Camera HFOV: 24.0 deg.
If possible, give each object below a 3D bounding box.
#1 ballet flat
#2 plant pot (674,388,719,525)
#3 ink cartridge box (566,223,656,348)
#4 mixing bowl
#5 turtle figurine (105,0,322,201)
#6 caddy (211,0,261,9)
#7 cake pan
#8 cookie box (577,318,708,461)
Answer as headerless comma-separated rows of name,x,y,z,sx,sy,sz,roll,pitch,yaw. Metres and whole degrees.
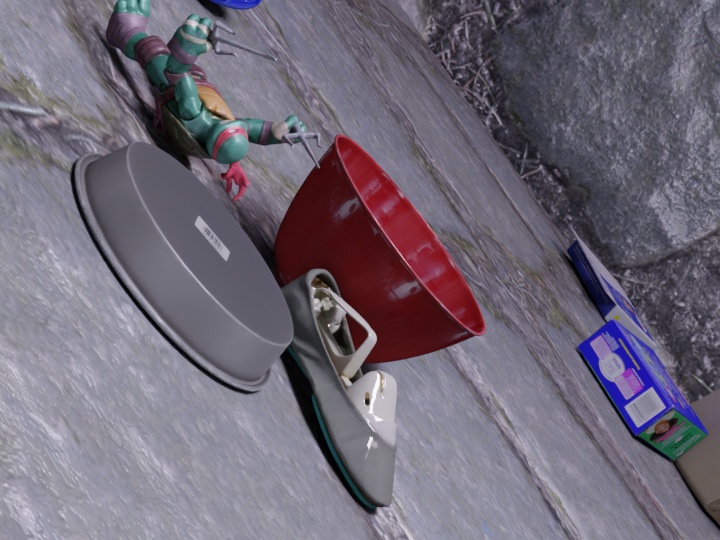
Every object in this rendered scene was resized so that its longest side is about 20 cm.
ballet flat,-0.009,0.078,1.231,0.067,0.064,0.200,37,20,-52
plant pot,0.601,0.306,2.597,0.200,0.199,0.177,46,25,-29
ink cartridge box,0.444,0.037,3.085,0.200,0.047,0.198,41,19,-39
mixing bowl,0.000,0.000,1.375,0.200,0.108,0.200,51,11,-15
turtle figurine,-0.122,-0.141,1.346,0.200,0.101,0.150,45,-7,40
caddy,-0.165,-0.374,1.835,0.141,0.105,0.200,-16,68,-53
cake pan,-0.114,-0.009,1.150,0.200,0.037,0.200,49,12,-15
cookie box,0.424,0.180,2.528,0.200,0.075,0.171,32,24,-58
